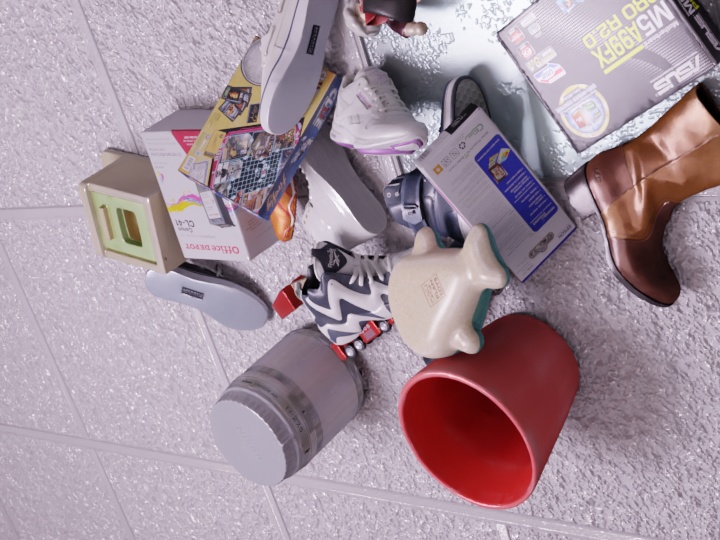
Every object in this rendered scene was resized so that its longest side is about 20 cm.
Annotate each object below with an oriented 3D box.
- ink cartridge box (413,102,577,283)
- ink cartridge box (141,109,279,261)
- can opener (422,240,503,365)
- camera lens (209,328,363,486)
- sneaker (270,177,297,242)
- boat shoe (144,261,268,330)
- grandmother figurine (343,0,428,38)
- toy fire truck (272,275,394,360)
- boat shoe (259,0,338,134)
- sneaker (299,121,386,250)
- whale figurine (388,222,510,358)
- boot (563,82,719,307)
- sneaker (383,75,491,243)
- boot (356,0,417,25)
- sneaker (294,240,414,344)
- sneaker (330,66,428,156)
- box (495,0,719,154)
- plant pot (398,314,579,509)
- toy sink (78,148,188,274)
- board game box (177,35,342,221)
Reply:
[{"bbox_3d":[0.156,-0.086,1.359,0.200,0.095,0.037,46,180,-24],"label":"ink cartridge box"},{"bbox_3d":[-0.209,-0.121,1.691,0.146,0.085,0.203,4,119,40],"label":"ink cartridge box"},{"bbox_3d":[0.130,0.046,1.521,0.079,0.063,0.202,51,139,36],"label":"can opener"},{"bbox_3d":[-0.103,0.194,1.730,0.158,0.200,0.162,23,132,28],"label":"camera lens"},{"bbox_3d":[-0.127,-0.134,1.604,0.073,0.076,0.203,-112,11,-71],"label":"sneaker"},{"bbox_3d":[-0.230,0.030,1.828,0.196,0.068,0.075,16,120,2],"label":"boat shoe"},{"bbox_3d":[0.048,-0.320,1.347,0.199,0.060,0.123,-25,73,51],"label":"grandmother figurine"},{"bbox_3d":[-0.028,0.048,1.676,0.142,0.049,0.200,52,138,2],"label":"toy fire truck"},{"bbox_3d":[-0.089,-0.269,1.452,0.069,0.070,0.203,27,106,38],"label":"boat shoe"},{"bbox_3d":[-0.059,-0.112,1.573,0.202,0.073,0.115,57,142,0],"label":"sneaker"},{"bbox_3d":[0.117,0.018,1.389,0.200,0.103,0.161,-45,63,49],"label":"whale figurine"},{"bbox_3d":[0.342,-0.074,1.269,0.199,0.068,0.190,-34,86,41],"label":"boot"},{"bbox_3d":[0.088,-0.133,1.426,0.145,0.076,0.206,13,116,45],"label":"sneaker"},{"bbox_3d":[0.001,-0.354,1.304,0.200,0.072,0.146,42,125,37],"label":"boot"},{"bbox_3d":[0.000,0.000,1.529,0.198,0.080,0.129,-30,125,26],"label":"sneaker"},{"bbox_3d":[0.017,-0.189,1.411,0.199,0.074,0.102,25,113,60],"label":"sneaker"},{"bbox_3d":[0.255,-0.235,1.226,0.161,0.044,0.199,55,139,-3],"label":"box"},{"bbox_3d":[0.172,0.161,1.477,0.198,0.177,0.203,22,133,26],"label":"plant pot"},{"bbox_3d":[-0.347,-0.091,1.813,0.198,0.112,0.132,16,128,33],"label":"toy sink"},{"bbox_3d":[-0.126,-0.181,1.508,0.134,0.202,0.035,28,175,23],"label":"board game box"}]
